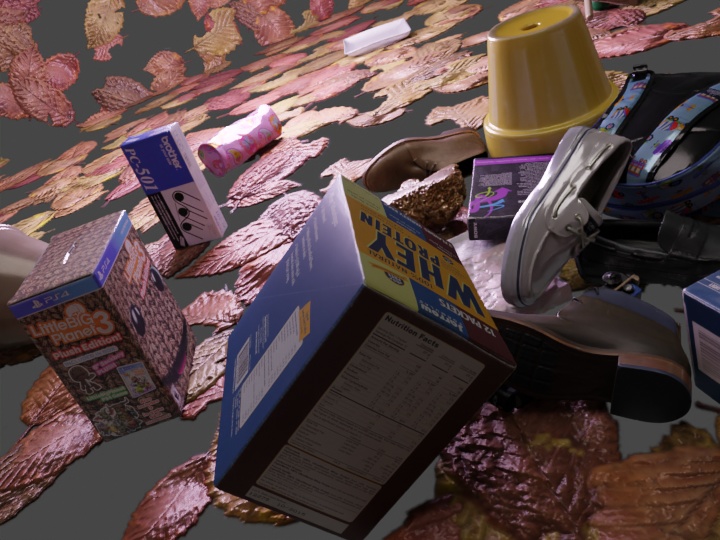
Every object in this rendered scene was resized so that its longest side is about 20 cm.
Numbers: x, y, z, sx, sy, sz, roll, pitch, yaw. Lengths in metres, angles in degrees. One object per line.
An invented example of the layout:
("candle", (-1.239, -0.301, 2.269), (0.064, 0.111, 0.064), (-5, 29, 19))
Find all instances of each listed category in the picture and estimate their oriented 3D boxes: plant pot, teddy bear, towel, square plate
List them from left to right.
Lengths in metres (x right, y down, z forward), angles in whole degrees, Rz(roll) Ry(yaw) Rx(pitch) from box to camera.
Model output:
("plant pot", (-0.500, 0.034, 1.013), (0.172, 0.201, 0.200), (6, 35, 11))
("square plate", (0.047, -0.681, 1.976), (0.199, 0.029, 0.199), (-18, 30, 7))
("teddy bear", (0.057, -0.074, 0.932), (0.199, 0.067, 0.145), (-27, 19, 3))
("towel", (0.103, 0.024, 0.756), (0.199, 0.032, 0.191), (-25, 29, -4))
("plant pot", (0.266, -0.267, 0.972), (0.199, 0.190, 0.201), (-17, 28, 9))

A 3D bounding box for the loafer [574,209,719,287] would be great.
("loafer", (0.307, -0.023, 0.656), (0.199, 0.071, 0.068), (0, 36, 34))

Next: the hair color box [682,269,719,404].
("hair color box", (0.354, 0.023, 0.517), (0.199, 0.101, 0.061), (-25, 28, -7))

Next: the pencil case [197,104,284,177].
("pencil case", (-0.257, -0.282, 1.461), (0.087, 0.088, 0.200), (6, 39, 40))

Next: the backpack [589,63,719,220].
("backpack", (0.337, -0.125, 0.740), (0.200, 0.135, 0.182), (-43, 34, -20))

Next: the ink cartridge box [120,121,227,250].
("ink cartridge box", (-0.308, -0.138, 1.126), (0.093, 0.201, 0.044), (-14, 30, 14))

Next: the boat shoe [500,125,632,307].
("boat shoe", (0.202, -0.054, 0.657), (0.067, 0.073, 0.201), (16, 79, 45))

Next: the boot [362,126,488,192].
("boot", (0.100, -0.162, 1.036), (0.199, 0.074, 0.076), (-19, 39, 0))

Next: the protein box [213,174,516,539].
("protein box", (-0.010, 0.066, 0.562), (0.200, 0.134, 0.199), (-53, 22, 20))

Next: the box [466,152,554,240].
("box", (0.210, -0.098, 0.849), (0.142, 0.036, 0.200), (-2, 28, 14))

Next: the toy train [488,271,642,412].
("toy train", (0.194, 0.063, 0.623), (0.199, 0.034, 0.046), (-35, 46, -18))

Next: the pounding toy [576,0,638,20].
("pounding toy", (0.518, -0.645, 1.459), (0.141, 0.202, 0.184), (0, 22, -21))

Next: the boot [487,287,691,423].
("boot", (0.181, 0.059, 0.584), (0.199, 0.075, 0.097), (18, 38, 19))

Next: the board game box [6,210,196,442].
("board game box", (-0.284, 0.061, 0.778), (0.096, 0.201, 0.160), (-19, 29, 4))
